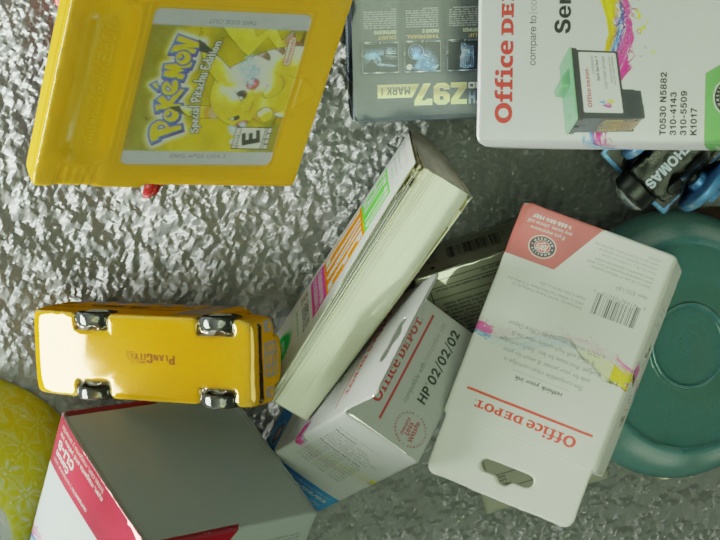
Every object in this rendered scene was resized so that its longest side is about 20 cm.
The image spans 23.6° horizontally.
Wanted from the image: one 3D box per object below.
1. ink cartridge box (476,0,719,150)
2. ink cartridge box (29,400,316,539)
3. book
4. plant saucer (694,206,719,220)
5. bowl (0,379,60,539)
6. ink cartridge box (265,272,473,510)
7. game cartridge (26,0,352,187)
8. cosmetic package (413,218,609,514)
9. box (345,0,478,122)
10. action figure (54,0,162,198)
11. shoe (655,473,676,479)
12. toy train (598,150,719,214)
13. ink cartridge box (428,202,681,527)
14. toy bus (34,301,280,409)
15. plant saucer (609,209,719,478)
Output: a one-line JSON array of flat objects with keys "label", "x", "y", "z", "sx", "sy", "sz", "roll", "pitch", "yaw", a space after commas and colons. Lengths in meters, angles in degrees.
[{"label": "ink cartridge box", "x": 0.180, "y": -0.154, "z": 1.161, "sx": 0.199, "sy": 0.084, "sz": 0.146, "roll": 2, "pitch": 93, "yaw": 15}, {"label": "ink cartridge box", "x": -0.149, "y": 0.215, "z": 1.269, "sx": 0.145, "sy": 0.145, "sz": 0.201, "roll": -6, "pitch": 129, "yaw": -37}, {"label": "book", "x": 0.000, "y": 0.000, "z": 1.267, "sx": 0.048, "sy": 0.134, "sz": 0.200, "roll": 31, "pitch": 102, "yaw": -12}, {"label": "plant saucer", "x": 0.273, "y": 0.051, "z": 1.349, "sx": 0.199, "sy": 0.035, "sz": 0.201, "roll": -1, "pitch": 107, "yaw": -2}, {"label": "bowl", "x": -0.308, "y": 0.191, "z": 1.321, "sx": 0.199, "sy": 0.108, "sz": 0.201, "roll": -1, "pitch": 106, "yaw": -3}, {"label": "ink cartridge box", "x": 0.012, "y": 0.091, "z": 1.248, "sx": 0.068, "sy": 0.200, "sz": 0.115, "roll": 36, "pitch": 58, "yaw": -12}, {"label": "game cartridge", "x": -0.119, "y": -0.132, "z": 1.193, "sx": 0.199, "sy": 0.032, "sz": 0.177, "roll": -3, "pitch": 132, "yaw": -28}, {"label": "cosmetic package", "x": 0.113, "y": 0.072, "z": 1.325, "sx": 0.103, "sy": 0.073, "sz": 0.201, "roll": -16, "pitch": 107, "yaw": 2}, {"label": "box", "x": 0.088, "y": -0.191, "z": 1.257, "sx": 0.199, "sy": 0.051, "sz": 0.159, "roll": -3, "pitch": 106, "yaw": -2}, {"label": "action figure", "x": -0.173, "y": -0.154, "z": 1.258, "sx": 0.065, "sy": 0.052, "sz": 0.201, "roll": -21, "pitch": 105, "yaw": 9}, {"label": "shoe", "x": 0.202, "y": 0.066, "z": 1.303, "sx": 0.070, "sy": 0.053, "sz": 0.201, "roll": -19, "pitch": 102, "yaw": 11}, {"label": "toy train", "x": 0.257, "y": -0.127, "z": 1.252, "sx": 0.087, "sy": 0.114, "sz": 0.200, "roll": 41, "pitch": 101, "yaw": -11}, {"label": "ink cartridge box", "x": 0.136, "y": 0.068, "z": 1.213, "sx": 0.116, "sy": 0.067, "sz": 0.201, "roll": 21, "pitch": 87, "yaw": 15}, {"label": "toy bus", "x": -0.146, "y": 0.059, "z": 1.258, "sx": 0.199, "sy": 0.078, "sz": 0.065, "roll": 1, "pitch": 95, "yaw": 27}, {"label": "plant saucer", "x": 0.239, "y": 0.055, "z": 1.280, "sx": 0.199, "sy": 0.027, "sz": 0.201, "roll": -1, "pitch": 92, "yaw": -18}]
